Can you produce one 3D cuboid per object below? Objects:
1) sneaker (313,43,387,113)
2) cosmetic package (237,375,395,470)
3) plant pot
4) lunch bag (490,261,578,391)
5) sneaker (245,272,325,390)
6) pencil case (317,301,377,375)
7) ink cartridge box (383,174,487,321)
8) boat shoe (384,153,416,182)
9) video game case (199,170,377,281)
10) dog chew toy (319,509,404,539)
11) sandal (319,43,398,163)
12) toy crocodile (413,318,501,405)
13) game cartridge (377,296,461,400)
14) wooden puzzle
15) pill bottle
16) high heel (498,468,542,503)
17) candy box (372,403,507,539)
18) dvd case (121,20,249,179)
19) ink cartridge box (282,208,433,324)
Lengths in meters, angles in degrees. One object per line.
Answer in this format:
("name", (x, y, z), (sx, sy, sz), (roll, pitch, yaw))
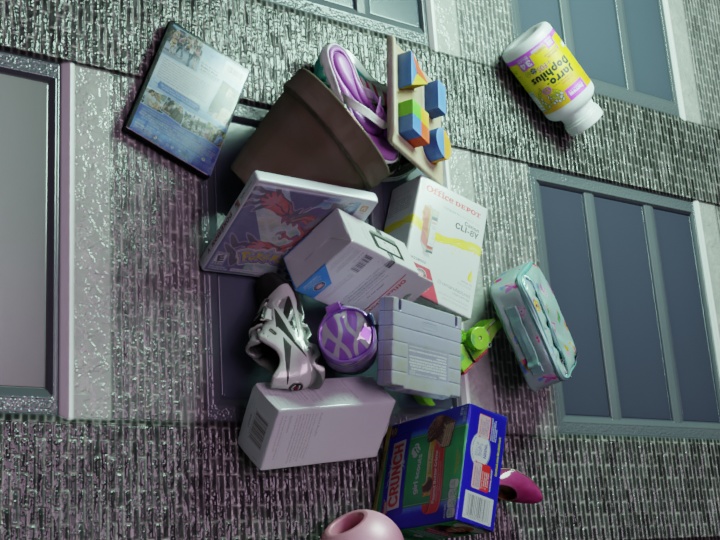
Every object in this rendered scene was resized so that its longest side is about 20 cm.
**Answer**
("sneaker", (-0.002, -0.252, 1.812), (0.200, 0.084, 0.121), (38, 55, -19))
("cosmetic package", (-0.059, 0.209, 1.598), (0.200, 0.074, 0.102), (1, 118, -38))
("plant pot", (-0.085, -0.158, 1.649), (0.173, 0.200, 0.200), (-41, 102, -5))
("lunch bag", (0.285, 0.093, 1.875), (0.200, 0.077, 0.160), (65, 19, -3))
("sneaker", (-0.122, 0.080, 1.587), (0.088, 0.074, 0.200), (-5, 47, -27))
("pencil case", (-0.018, 0.099, 1.616), (0.084, 0.200, 0.086), (-32, 79, -6))
("ink cartridge box", (0.111, -0.029, 1.822), (0.145, 0.083, 0.200), (25, 62, -27))
("boat shoe", (0.035, -0.177, 1.828), (0.200, 0.064, 0.071), (-17, 86, -39))
("video game case", (-0.100, -0.055, 1.618), (0.200, 0.182, 0.023), (8, 43, -34))
("dog chew toy", (0.022, 0.432, 1.584), (0.124, 0.124, 0.200), (-33, 103, -39))
("sandal", (0.005, -0.250, 1.727), (0.203, 0.050, 0.082), (58, 41, -12))
("toy crocodile", (0.153, 0.138, 1.810), (0.200, 0.067, 0.062), (-38, 103, -36))
("game cartridge", (0.086, 0.116, 1.665), (0.200, 0.038, 0.130), (19, 74, -55))
("wooden puzzle", (0.097, -0.249, 1.808), (0.200, 0.046, 0.186), (39, 45, -55))
("pill bottle", (0.354, -0.345, 2.096), (0.200, 0.104, 0.104), (50, 53, -12))
("high heel", (0.190, 0.346, 1.767), (0.200, 0.067, 0.096), (22, 52, -13))
("candy box", (0.109, 0.293, 1.639), (0.077, 0.200, 0.169), (25, 60, -26))
("dvd case", (-0.250, -0.248, 1.669), (0.143, 0.018, 0.200), (30, 60, -25))
("ink cartridge box", (0.000, 0.000, 1.666), (0.200, 0.116, 0.068), (26, 31, -47))
